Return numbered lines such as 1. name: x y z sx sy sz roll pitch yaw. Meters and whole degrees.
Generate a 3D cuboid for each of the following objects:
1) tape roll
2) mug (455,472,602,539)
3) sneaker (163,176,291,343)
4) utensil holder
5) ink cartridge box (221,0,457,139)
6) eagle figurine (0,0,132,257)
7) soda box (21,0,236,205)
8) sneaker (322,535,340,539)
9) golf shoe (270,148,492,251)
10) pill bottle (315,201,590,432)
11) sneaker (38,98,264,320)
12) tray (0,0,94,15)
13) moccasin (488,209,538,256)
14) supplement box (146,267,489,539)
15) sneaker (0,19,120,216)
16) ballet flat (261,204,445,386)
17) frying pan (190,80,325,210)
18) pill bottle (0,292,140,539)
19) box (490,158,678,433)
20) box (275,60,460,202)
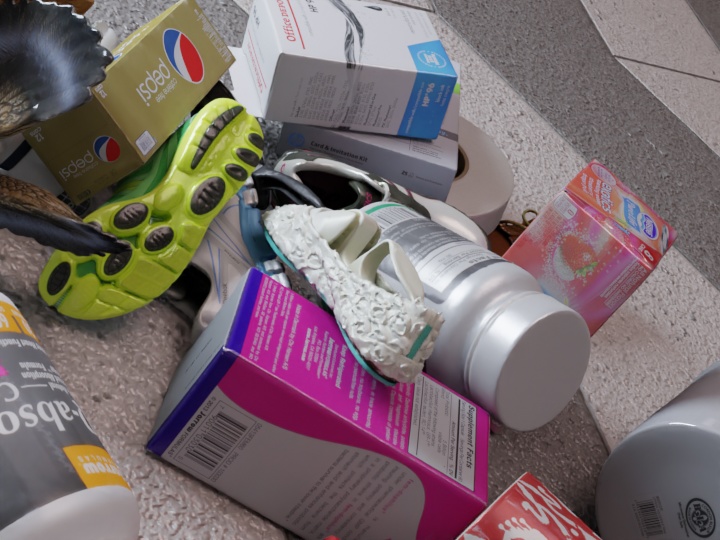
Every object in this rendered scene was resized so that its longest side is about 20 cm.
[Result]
1. tape roll: 0.044 -0.098 1.293 0.202 0.037 0.203 14 36 -10
2. mug: 0.133 0.247 0.914 0.133 0.178 0.200 -39 78 -26
3. sneaker: -0.115 -0.018 1.028 0.086 0.075 0.200 -1 39 -24
4. utensil holder: 0.302 0.170 1.141 0.170 0.170 0.200 48 32 15
5. ink cartridge box: -0.030 -0.180 1.202 0.199 0.068 0.116 4 37 -20
6. eagle figurine: -0.246 -0.067 0.845 0.199 0.152 0.152 -13 74 -16
7. soda box: -0.160 -0.127 1.012 0.064 0.068 0.200 55 27 -16
8. sneaker: -0.050 0.203 0.808 0.085 0.077 0.200 43 19 17
9. golf shoe: 0.017 -0.039 1.157 0.199 0.078 0.088 21 -3 -7
10. pill bottle: 0.066 0.033 1.045 0.113 0.114 0.200 7 18 -44
11. sneaker: -0.143 -0.036 0.979 0.074 0.083 0.200 49 61 -12
12. tray: -0.262 -0.146 0.901 0.098 0.200 0.037 14 59 -37
13. moccasin: 0.170 -0.019 1.334 0.201 0.078 0.074 7 43 -39
14. supplement box: -0.022 0.106 0.928 0.199 0.101 0.104 33 29 -12
15. sneaker: -0.213 -0.115 1.056 0.080 0.076 0.200 39 35 -19
16. ballet flat: 0.000 0.000 0.942 0.071 0.072 0.200 14 24 -37
17. frying pan: -0.086 -0.072 1.104 0.031 0.115 0.190 -25 58 -18
18. pill bottle: -0.183 0.115 0.720 0.116 0.117 0.200 -8 54 -52
19. box: 0.149 0.021 1.134 0.095 0.200 0.103 43 29 7
20. box: 0.012 -0.149 1.276 0.155 0.041 0.200 17 34 -6
